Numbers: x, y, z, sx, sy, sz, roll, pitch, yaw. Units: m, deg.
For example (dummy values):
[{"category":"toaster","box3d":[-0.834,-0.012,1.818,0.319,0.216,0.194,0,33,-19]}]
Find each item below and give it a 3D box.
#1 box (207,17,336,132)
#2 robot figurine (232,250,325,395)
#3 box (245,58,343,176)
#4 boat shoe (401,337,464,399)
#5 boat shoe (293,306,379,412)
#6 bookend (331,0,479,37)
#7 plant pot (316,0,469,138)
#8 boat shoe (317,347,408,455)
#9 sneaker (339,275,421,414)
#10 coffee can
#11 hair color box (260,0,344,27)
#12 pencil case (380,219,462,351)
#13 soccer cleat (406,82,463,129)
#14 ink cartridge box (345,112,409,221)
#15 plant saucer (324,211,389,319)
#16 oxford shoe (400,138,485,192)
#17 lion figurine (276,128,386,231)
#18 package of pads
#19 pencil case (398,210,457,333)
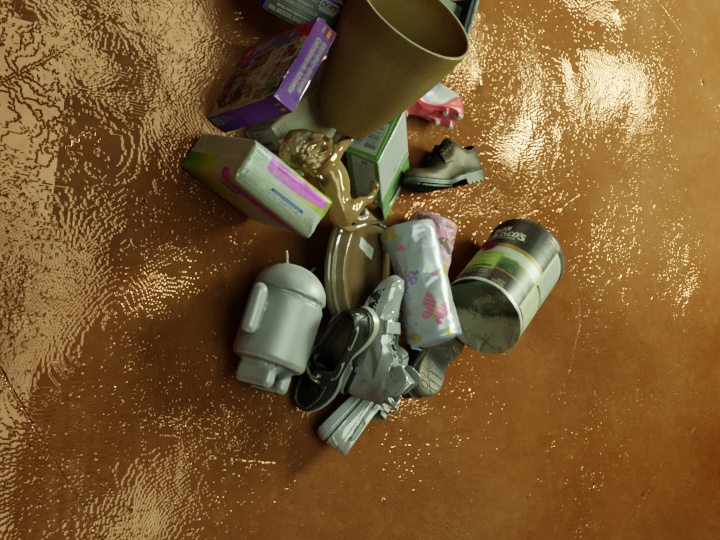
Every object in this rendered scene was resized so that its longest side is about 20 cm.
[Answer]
[{"category":"box","box3d":[-0.128,-0.272,1.425,0.039,0.199,0.138,37,69,-28]},{"category":"robot figurine","box3d":[-0.118,0.076,1.484,0.170,0.111,0.203,41,63,-58]},{"category":"box","box3d":[-0.071,-0.238,1.545,0.200,0.077,0.095,-49,118,-27]},{"category":"boat shoe","box3d":[0.113,0.140,1.690,0.075,0.073,0.200,55,39,-14]},{"category":"boat shoe","box3d":[-0.048,0.135,1.510,0.060,0.074,0.201,3,132,-54]},{"category":"bookend","box3d":[0.040,-0.406,1.551,0.198,0.198,0.094,18,87,-35]},{"category":"plant pot","box3d":[0.025,-0.293,1.436,0.184,0.200,0.188,24,39,-21]},{"category":"boat shoe","box3d":[0.019,0.212,1.607,0.067,0.074,0.200,43,73,9]},{"category":"sneaker","box3d":[0.047,0.116,1.536,0.202,0.114,0.075,-66,157,7]},{"category":"coffee can","box3d":[0.245,0.025,1.714,0.200,0.145,0.148,-46,117,-44]},{"category":"hair color box","box3d":[-0.104,-0.430,1.457,0.108,0.065,0.202,19,35,-36]},{"category":"pencil case","box3d":[0.095,0.020,1.583,0.089,0.083,0.203,-14,82,-3]},{"category":"soccer cleat","box3d":[0.090,-0.298,1.689,0.198,0.067,0.077,15,50,-31]},{"category":"ink cartridge box","box3d":[0.030,-0.174,1.607,0.201,0.059,0.105,78,36,-66]},{"category":"plant saucer","box3d":[0.000,0.000,1.576,0.199,0.029,0.204,-9,100,-63]},{"category":"oxford shoe","box3d":[0.132,-0.178,1.710,0.199,0.072,0.086,-17,98,-49]},{"category":"lion figurine","box3d":[-0.038,-0.125,1.468,0.202,0.072,0.122,58,42,-10]},{"category":"package of pads","box3d":[-0.144,-0.121,1.411,0.154,0.199,0.069,37,81,-32]},{"category":"pencil case","box3d":[0.100,0.004,1.671,0.085,0.083,0.203,21,77,-22]}]
